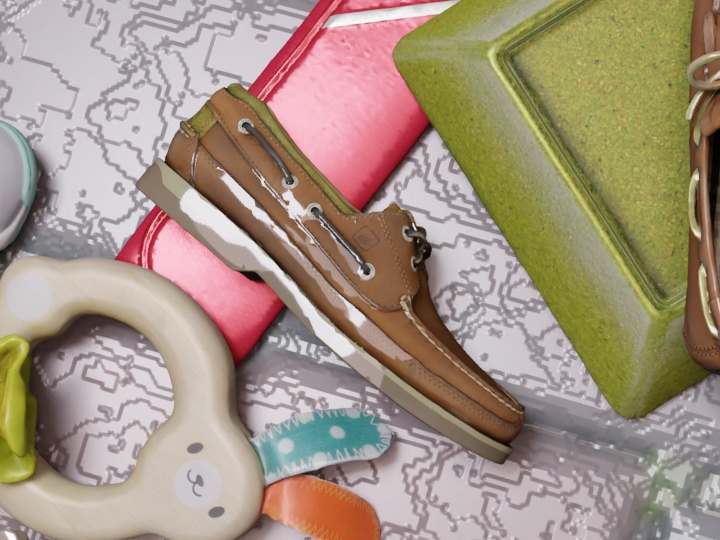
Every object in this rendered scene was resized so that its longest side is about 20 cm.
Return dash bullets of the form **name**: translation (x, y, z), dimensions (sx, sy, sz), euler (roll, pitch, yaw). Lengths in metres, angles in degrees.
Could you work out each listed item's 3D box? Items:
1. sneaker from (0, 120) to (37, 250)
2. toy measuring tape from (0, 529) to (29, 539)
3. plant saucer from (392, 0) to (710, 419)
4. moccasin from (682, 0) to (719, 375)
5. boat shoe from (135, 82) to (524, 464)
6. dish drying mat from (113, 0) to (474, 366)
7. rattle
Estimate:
- **sneaker**: translation (-0.238, -0.010, 0.769), dimensions (0.200, 0.140, 0.078), euler (-32, 80, 1)
- **toy measuring tape**: translation (-0.093, 0.194, 0.765), dimensions (0.073, 0.074, 0.200), euler (-22, 81, 2)
- **plant saucer**: translation (0.147, -0.069, 0.781), dimensions (0.199, 0.048, 0.200), euler (-32, 86, -1)
- **moccasin**: translation (0.160, -0.058, 0.715), dimensions (0.073, 0.078, 0.202), euler (12, 85, 4)
- **boat shoe**: translation (0.000, 0.000, 0.772), dimensions (0.200, 0.072, 0.068), euler (39, 89, -2)
- **dish drying mat**: translation (-0.023, -0.058, 0.818), dimensions (0.077, 0.018, 0.200), euler (38, 87, 7)
- **rattle**: translation (-0.090, 0.067, 0.747), dimensions (0.200, 0.143, 0.130), euler (30, 78, 12)
